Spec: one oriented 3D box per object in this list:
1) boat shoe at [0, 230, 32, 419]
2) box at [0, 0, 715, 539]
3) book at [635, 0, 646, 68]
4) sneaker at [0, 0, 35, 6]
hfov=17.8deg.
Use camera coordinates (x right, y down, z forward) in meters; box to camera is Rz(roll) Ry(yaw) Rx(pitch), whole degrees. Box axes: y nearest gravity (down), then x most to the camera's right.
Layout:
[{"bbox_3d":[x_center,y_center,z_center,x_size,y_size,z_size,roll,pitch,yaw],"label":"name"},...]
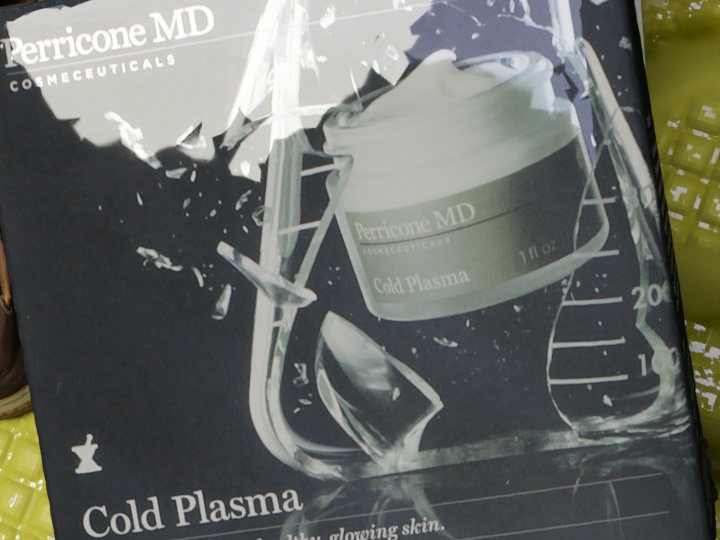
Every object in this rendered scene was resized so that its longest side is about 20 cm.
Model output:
[{"bbox_3d":[-0.170,-0.041,0.833,0.072,0.072,0.201,-26,73,3],"label":"boat shoe"},{"bbox_3d":[0.000,0.000,0.729,0.199,0.124,0.198,-9,93,9],"label":"box"},{"bbox_3d":[0.035,-0.145,0.840,0.133,0.048,0.201,-5,72,8],"label":"book"},{"bbox_3d":[-0.072,-0.156,0.836,0.200,0.073,0.085,-29,88,26],"label":"sneaker"}]
